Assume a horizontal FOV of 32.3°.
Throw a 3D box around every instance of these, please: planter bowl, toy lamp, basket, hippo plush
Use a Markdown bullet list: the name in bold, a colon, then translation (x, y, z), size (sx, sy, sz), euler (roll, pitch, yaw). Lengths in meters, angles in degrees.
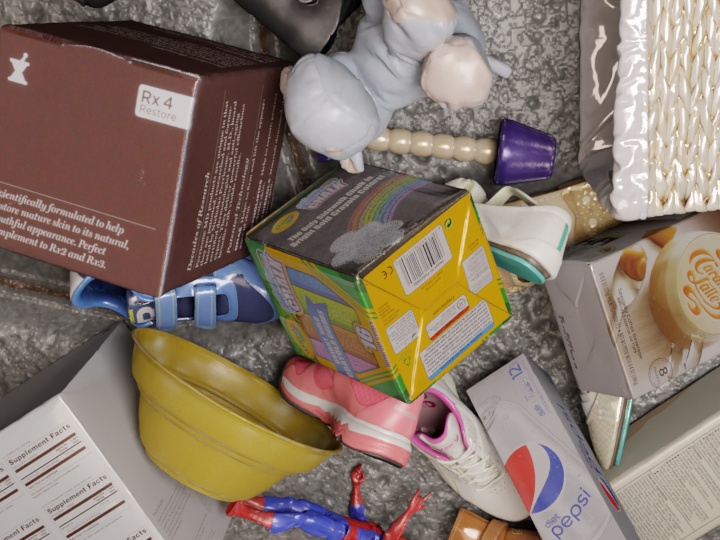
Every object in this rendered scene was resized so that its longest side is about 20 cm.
- **planter bowl**: translation (-0.120, 0.132, 1.026), size (0.199, 0.200, 0.084), euler (31, 93, -4)
- **toy lamp**: translation (0.064, -0.107, 1.046), size (0.198, 0.058, 0.059), euler (8, 106, 2)
- **basket**: translation (0.254, -0.153, 0.947), size (0.159, 0.198, 0.202), euler (0, 105, 2)
- **hippo plush**: translation (0.005, -0.170, 0.951), size (0.160, 0.200, 0.160), euler (-29, 97, 15)

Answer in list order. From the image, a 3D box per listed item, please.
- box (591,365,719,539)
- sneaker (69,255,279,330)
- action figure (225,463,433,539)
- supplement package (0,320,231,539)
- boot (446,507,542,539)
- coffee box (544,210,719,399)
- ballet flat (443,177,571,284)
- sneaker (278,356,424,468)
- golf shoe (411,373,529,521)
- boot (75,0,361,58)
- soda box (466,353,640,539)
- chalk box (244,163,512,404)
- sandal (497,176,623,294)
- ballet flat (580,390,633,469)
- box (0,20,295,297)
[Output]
- **box**: translation (0.286, 0.171, 1.092), size (0.199, 0.078, 0.095), euler (-35, 103, 12)
- **sneaker**: translation (-0.158, 0.019, 1.073), size (0.198, 0.083, 0.074), euler (12, 136, 5)
- **action figure**: translation (-0.019, 0.206, 1.123), size (0.199, 0.065, 0.100), euler (28, 94, -25)
- **supplement package**: translation (-0.229, 0.188, 1.077), size (0.146, 0.191, 0.201), euler (-31, 101, 12)
- **boot**: translation (0.127, 0.323, 1.152), size (0.154, 0.077, 0.202), euler (22, 119, 7)
- **coffee box**: translation (0.257, 0.009, 1.001), size (0.198, 0.080, 0.115), euler (-24, 100, -22)
- **ballet flat**: translation (0.097, -0.041, 1.013), size (0.069, 0.199, 0.070), euler (-11, 109, -35)
- **sneaker**: translation (0.000, 0.097, 1.050), size (0.073, 0.200, 0.087), euler (26, 89, -30)
- **golf shoe**: translation (0.085, 0.157, 1.099), size (0.075, 0.092, 0.200), euler (-41, 100, 12)
- **boot**: translation (-0.110, -0.232, 1.010), size (0.199, 0.066, 0.166), euler (35, 92, -8)
- **soda box**: translation (0.166, 0.173, 1.049), size (0.063, 0.068, 0.201), euler (-34, 58, 13)
- **chalk box**: translation (0.000, 0.000, 0.998), size (0.124, 0.199, 0.125), euler (-37, 122, -24)
- **sandal**: translation (0.133, -0.020, 1.057), size (0.210, 0.070, 0.078), euler (-24, 102, 10)
- **ballet flat**: translation (0.216, 0.068, 1.075), size (0.062, 0.067, 0.202), euler (13, 90, 11)
- **box**: translation (-0.170, -0.097, 0.976), size (0.164, 0.200, 0.166), euler (17, 106, 15)
